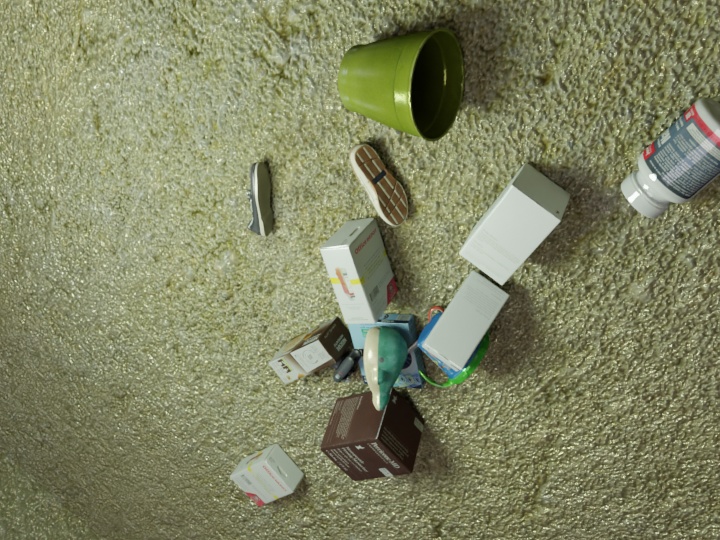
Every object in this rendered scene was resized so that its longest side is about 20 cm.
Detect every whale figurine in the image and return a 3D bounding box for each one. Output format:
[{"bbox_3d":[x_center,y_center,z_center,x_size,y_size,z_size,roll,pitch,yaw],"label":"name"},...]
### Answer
[{"bbox_3d":[0.064,0.233,1.663,0.103,0.159,0.202,-2,104,6],"label":"whale figurine"}]

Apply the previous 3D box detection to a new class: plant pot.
[{"bbox_3d":[0.067,-0.360,1.322,0.192,0.200,0.202,16,127,33],"label":"plant pot"}]

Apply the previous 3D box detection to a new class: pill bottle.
[{"bbox_3d":[0.558,-0.188,1.204,0.119,0.120,0.200,39,129,-1],"label":"pill bottle"}]

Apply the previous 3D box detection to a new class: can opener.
[{"bbox_3d":[-0.040,0.249,1.797,0.078,0.064,0.200,35,158,-1],"label":"can opener"}]

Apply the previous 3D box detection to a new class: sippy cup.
[{"bbox_3d":[0.207,0.170,1.600,0.130,0.178,0.140,36,145,-5],"label":"sippy cup"}]

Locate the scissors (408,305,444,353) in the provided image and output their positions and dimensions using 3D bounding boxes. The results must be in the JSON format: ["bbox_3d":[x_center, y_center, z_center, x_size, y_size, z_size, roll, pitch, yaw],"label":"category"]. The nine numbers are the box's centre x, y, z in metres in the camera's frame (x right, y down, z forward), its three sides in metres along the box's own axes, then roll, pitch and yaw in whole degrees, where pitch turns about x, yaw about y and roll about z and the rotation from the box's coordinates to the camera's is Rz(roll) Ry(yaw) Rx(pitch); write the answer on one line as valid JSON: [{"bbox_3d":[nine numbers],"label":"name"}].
[{"bbox_3d":[0.160,0.166,1.673,0.073,0.014,0.201,27,115,-12],"label":"scissors"}]

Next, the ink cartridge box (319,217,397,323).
[{"bbox_3d":[0.000,0.000,1.593,0.083,0.145,0.201,-3,118,31],"label":"ink cartridge box"}]

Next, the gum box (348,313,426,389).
[{"bbox_3d":[0.070,0.204,1.762,0.169,0.045,0.201,0,119,27],"label":"gum box"}]

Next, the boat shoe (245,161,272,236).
[{"bbox_3d":[-0.255,-0.172,1.673,0.062,0.073,0.201,13,130,16],"label":"boat shoe"}]

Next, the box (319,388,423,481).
[{"bbox_3d":[0.032,0.434,1.833,0.199,0.165,0.166,-20,123,36],"label":"box"}]

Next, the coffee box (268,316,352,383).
[{"bbox_3d":[-0.130,0.212,1.827,0.199,0.114,0.080,-27,105,38],"label":"coffee box"}]

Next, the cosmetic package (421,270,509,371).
[{"bbox_3d":[0.230,0.111,1.519,0.101,0.200,0.074,35,171,5],"label":"cosmetic package"}]

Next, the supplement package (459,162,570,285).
[{"bbox_3d":[0.310,-0.093,1.397,0.117,0.117,0.200,37,130,3],"label":"supplement package"}]

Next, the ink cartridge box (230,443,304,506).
[{"bbox_3d":[-0.298,0.657,2.221,0.200,0.083,0.145,-33,102,38],"label":"ink cartridge box"}]

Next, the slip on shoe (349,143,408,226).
[{"bbox_3d":[0.036,-0.188,1.521,0.200,0.076,0.061,53,168,-22],"label":"slip on shoe"}]
